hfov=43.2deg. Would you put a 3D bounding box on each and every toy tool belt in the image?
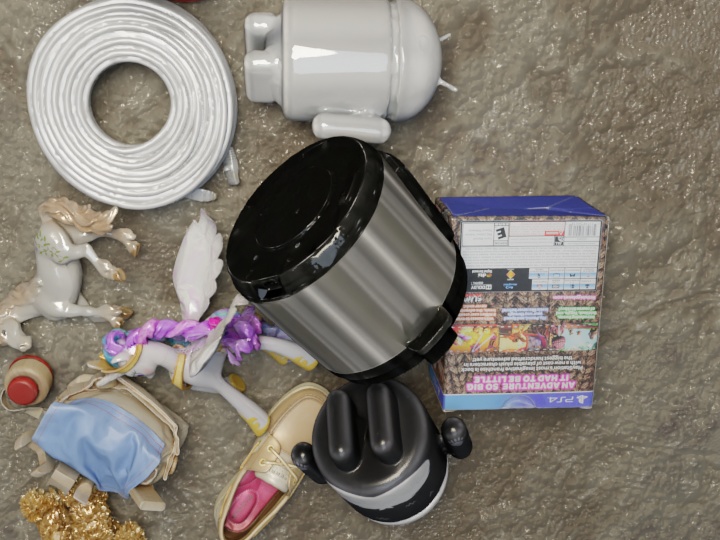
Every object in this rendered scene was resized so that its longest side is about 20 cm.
[{"bbox_3d":[-0.277,0.165,0.914,0.198,0.123,0.126,28,110,-12],"label":"toy tool belt"}]

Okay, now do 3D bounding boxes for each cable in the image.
[{"bbox_3d":[-0.216,-0.156,0.862,0.196,0.069,0.203,-3,106,-4],"label":"cable"}]

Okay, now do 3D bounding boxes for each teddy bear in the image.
[{"bbox_3d":[-0.295,0.313,0.991,0.142,0.067,0.203,-7,106,-1],"label":"teddy bear"}]

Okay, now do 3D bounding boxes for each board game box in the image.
[{"bbox_3d":[0.157,0.032,0.935,0.157,0.097,0.203,0,106,-5],"label":"board game box"}]

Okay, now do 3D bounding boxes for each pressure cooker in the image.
[{"bbox_3d":[-0.002,0.002,0.825,0.177,0.178,0.200,-22,129,31],"label":"pressure cooker"}]

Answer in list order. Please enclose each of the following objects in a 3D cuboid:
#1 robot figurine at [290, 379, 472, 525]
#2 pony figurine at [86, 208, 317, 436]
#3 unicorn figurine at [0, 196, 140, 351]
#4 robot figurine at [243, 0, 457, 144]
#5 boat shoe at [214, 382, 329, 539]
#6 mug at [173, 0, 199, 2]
[{"bbox_3d":[0.022,0.182,0.924,0.149,0.201,0.126,26,72,28],"label":"robot figurine"},{"bbox_3d":[-0.144,0.068,0.896,0.198,0.168,0.194,23,118,-32],"label":"pony figurine"},{"bbox_3d":[-0.297,0.017,0.906,0.135,0.074,0.203,14,104,-1],"label":"unicorn figurine"},{"bbox_3d":[-0.009,-0.197,0.847,0.196,0.113,0.172,0,72,-4],"label":"robot figurine"},{"bbox_3d":[-0.091,0.215,0.980,0.073,0.069,0.202,29,101,-13],"label":"boat shoe"},{"bbox_3d":[-0.159,-0.312,0.744,0.133,0.200,0.179,34,105,-5],"label":"mug"}]
